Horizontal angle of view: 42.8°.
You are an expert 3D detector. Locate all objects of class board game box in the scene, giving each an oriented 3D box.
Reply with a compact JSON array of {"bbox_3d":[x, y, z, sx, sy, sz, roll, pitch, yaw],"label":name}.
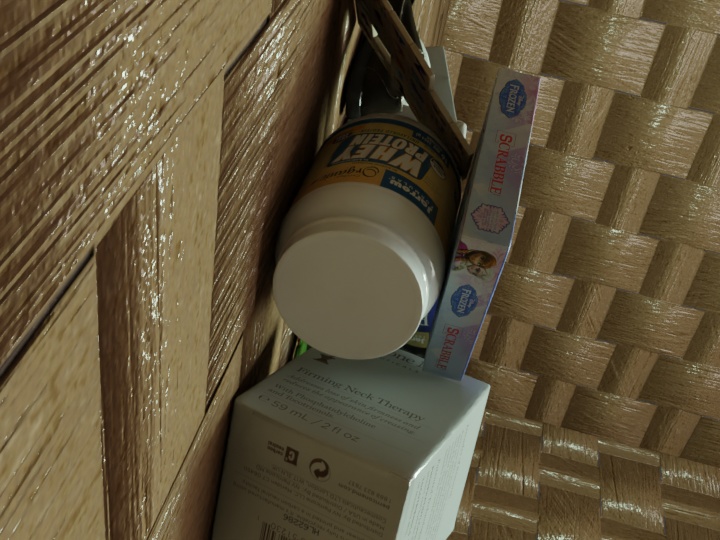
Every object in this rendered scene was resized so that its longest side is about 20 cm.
[{"bbox_3d":[0.106,-0.038,0.817,0.201,0.041,0.201,99,6,-53],"label":"board game box"}]

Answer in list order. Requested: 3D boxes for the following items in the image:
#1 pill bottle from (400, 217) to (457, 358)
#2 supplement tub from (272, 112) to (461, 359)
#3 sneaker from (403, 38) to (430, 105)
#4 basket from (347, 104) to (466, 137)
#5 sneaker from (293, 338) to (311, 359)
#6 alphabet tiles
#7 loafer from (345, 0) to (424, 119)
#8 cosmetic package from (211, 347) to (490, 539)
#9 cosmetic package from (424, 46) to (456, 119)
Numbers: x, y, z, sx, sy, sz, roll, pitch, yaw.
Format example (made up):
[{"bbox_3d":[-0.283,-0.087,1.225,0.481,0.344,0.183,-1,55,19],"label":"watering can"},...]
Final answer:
[{"bbox_3d":[0.088,0.036,1.156,0.112,0.111,0.201,-71,161,-51],"label":"pill bottle"},{"bbox_3d":[0.008,-0.033,0.794,0.201,0.143,0.146,-71,174,-55],"label":"supplement tub"},{"bbox_3d":[0.046,-0.226,1.210,0.092,0.075,0.202,58,45,-78],"label":"sneaker"},{"bbox_3d":[0.031,-0.081,1.029,0.201,0.134,0.124,-71,175,-45],"label":"basket"},{"bbox_3d":[-0.034,0.106,1.034,0.077,0.083,0.202,163,-60,-84],"label":"sneaker"},{"bbox_3d":[0.046,-0.177,0.838,0.201,0.008,0.167,59,-1,7],"label":"alphabet tiles"},{"bbox_3d":[0.037,-0.241,1.013,0.073,0.071,0.201,95,9,-63],"label":"loafer"},{"bbox_3d":[-0.006,0.179,0.819,0.200,0.166,0.168,-30,135,-61],"label":"cosmetic package"},{"bbox_3d":[0.091,-0.222,1.349,0.107,0.089,0.201,95,-12,-57],"label":"cosmetic package"}]
